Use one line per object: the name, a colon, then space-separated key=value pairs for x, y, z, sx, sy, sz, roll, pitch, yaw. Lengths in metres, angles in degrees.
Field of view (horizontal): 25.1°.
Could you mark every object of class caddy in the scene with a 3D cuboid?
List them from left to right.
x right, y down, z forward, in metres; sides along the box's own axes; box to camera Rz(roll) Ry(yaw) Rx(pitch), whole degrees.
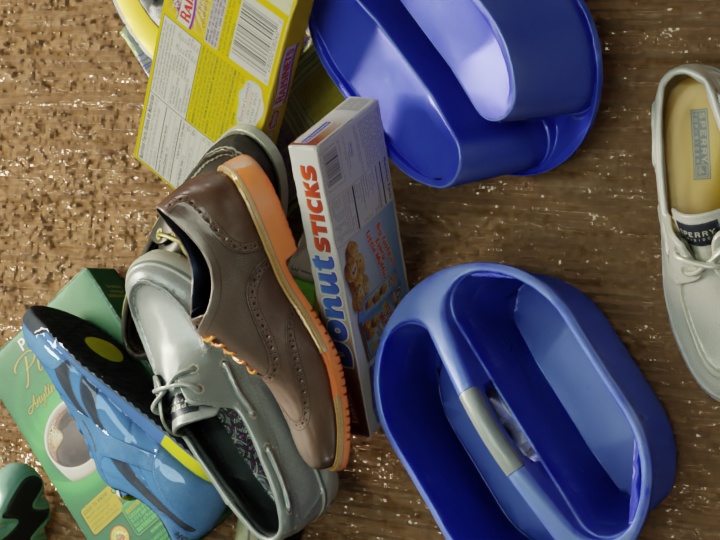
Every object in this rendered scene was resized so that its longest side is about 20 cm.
caddy: x=0.061 y=-0.146 z=0.990 sx=0.201 sy=0.105 sz=0.142 roll=56 pitch=137 yaw=16
caddy: x=0.095 y=0.091 z=0.962 sx=0.141 sy=0.105 sz=0.201 roll=-39 pitch=74 yaw=24

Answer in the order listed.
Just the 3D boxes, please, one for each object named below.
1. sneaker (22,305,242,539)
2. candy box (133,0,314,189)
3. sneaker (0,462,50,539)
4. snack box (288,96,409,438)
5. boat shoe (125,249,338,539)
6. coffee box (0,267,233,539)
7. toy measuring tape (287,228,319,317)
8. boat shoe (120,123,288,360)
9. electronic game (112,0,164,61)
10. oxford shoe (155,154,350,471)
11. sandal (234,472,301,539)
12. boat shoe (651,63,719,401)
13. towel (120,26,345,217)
sneaker: x=-0.168 y=0.104 z=1.086 sx=0.200 sy=0.066 sz=0.079 roll=40 pitch=108 yaw=20
candy box: x=-0.090 y=-0.124 z=1.038 sx=0.102 sy=0.026 sz=0.201 roll=41 pitch=136 yaw=23
sneaker: x=-0.316 y=0.217 z=1.208 sx=0.139 sy=0.078 sz=0.201 roll=23 pitch=101 yaw=25
snack box: x=0.000 y=0.000 z=0.992 sx=0.024 sy=0.072 sz=0.201 roll=8 pitch=123 yaw=30
boat shoe: x=-0.090 y=0.079 z=1.011 sx=0.070 sy=0.071 sz=0.201 roll=-35 pitch=90 yaw=36
coffee box: x=-0.172 y=0.111 z=1.148 sx=0.123 sy=0.044 sz=0.200 roll=-43 pitch=73 yaw=20
toy measuring tape: x=-0.040 y=0.022 z=1.058 sx=0.073 sy=0.073 sz=0.201 roll=34 pitch=109 yaw=23
boat shoe: x=-0.105 y=-0.011 z=1.056 sx=0.072 sy=0.060 sz=0.202 roll=43 pitch=136 yaw=14
electronic game: x=-0.108 y=-0.215 z=1.052 sx=0.199 sy=0.041 sz=0.201 roll=20 pitch=120 yaw=40
oxford shoe: x=-0.064 y=0.036 z=0.977 sx=0.071 sy=0.073 sz=0.201 roll=-2 pitch=111 yaw=68
sandal: x=-0.081 y=0.216 z=1.087 sx=0.057 sy=0.080 sz=0.203 roll=7 pitch=85 yaw=22
boat shoe: x=0.201 y=-0.021 z=0.934 sx=0.070 sy=0.070 sz=0.202 roll=-5 pitch=88 yaw=27
towel: x=-0.073 y=-0.132 z=1.104 sx=0.143 sy=0.023 sz=0.201 roll=-37 pitch=75 yaw=24
